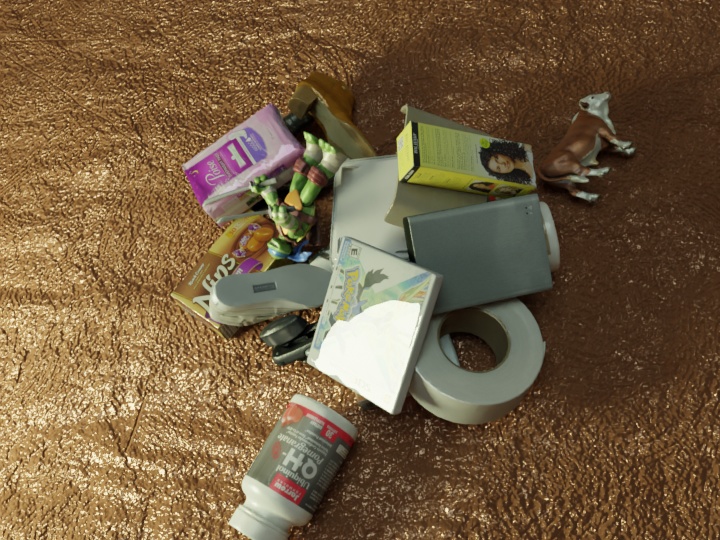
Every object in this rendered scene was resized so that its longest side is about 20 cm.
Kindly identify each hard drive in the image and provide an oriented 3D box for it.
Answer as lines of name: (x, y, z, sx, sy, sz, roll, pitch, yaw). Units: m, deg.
hard drive: (0.166, -0.023, 1.069, 0.199, 0.033, 0.140, -11, 94, -14)

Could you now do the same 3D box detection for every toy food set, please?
toy food set: (0.114, -0.143, 1.129, 0.143, 0.060, 0.201, 16, 63, -16)

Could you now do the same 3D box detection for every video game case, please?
video game case: (0.014, 0.072, 1.063, 0.182, 0.022, 0.201, 24, 101, 41)

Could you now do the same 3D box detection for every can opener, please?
can opener: (-0.056, 0.094, 1.160, 0.199, 0.079, 0.064, -19, 56, 19)

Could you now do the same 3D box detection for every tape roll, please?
tape roll: (0.156, 0.114, 1.080, 0.202, 0.071, 0.203, 3, 56, -5)

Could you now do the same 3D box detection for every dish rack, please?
dish rack: (0.029, -0.091, 1.164, 0.171, 0.044, 0.201, -3, 73, 19)

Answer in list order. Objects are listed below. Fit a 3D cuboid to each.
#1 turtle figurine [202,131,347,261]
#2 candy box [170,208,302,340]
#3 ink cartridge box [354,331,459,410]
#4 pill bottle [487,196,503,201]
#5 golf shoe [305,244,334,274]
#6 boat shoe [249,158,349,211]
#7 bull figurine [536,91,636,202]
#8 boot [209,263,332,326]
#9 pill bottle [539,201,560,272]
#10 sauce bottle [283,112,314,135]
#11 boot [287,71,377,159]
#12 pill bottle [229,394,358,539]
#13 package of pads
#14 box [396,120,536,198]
turtle figurine: (-0.124, -0.126, 1.159, 0.200, 0.144, 0.194, 32, 93, -2)
candy box: (-0.206, 0.003, 1.267, 0.117, 0.057, 0.200, 31, 71, 25)
ink cartridge box: (0.050, 0.097, 1.168, 0.162, 0.050, 0.201, -19, 63, 1)
pill bottle: (0.128, -0.128, 1.233, 0.199, 0.114, 0.114, -7, 61, 9)
golf shoe: (0.000, 0.000, 1.206, 0.199, 0.078, 0.095, -21, 49, 3)
boat shoe: (-0.108, -0.145, 1.320, 0.199, 0.070, 0.066, -11, 68, 7)
bull figurine: (0.377, -0.205, 1.248, 0.121, 0.065, 0.200, 32, 73, 28)
boot: (-0.138, 0.042, 1.184, 0.199, 0.096, 0.074, -1, 68, -18)
pill bottle: (0.198, -0.033, 1.170, 0.199, 0.111, 0.111, -12, 61, 6)
sauce bottle: (-0.173, -0.230, 1.380, 0.200, 0.065, 0.065, -37, 62, -11)
boot: (-0.029, -0.278, 1.368, 0.201, 0.071, 0.144, 39, 39, -6)
pill bottle: (-0.097, 0.285, 1.063, 0.110, 0.111, 0.200, 23, 70, 22)
package of pads: (-0.194, -0.179, 1.282, 0.200, 0.076, 0.121, -34, 63, 1)
box: (0.153, -0.155, 1.086, 0.199, 0.050, 0.076, 5, 67, -20)
